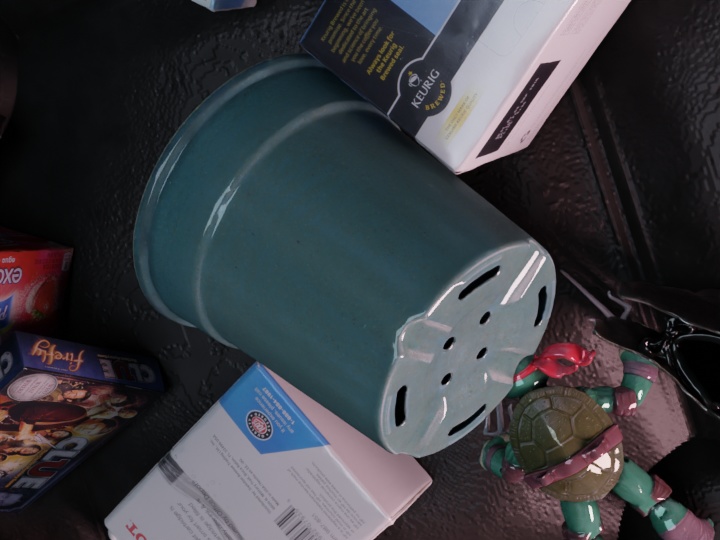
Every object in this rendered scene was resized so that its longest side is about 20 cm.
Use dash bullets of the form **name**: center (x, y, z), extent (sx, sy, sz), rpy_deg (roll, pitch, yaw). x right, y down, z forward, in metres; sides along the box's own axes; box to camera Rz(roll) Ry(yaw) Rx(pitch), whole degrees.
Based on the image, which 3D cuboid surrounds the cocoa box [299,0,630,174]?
- **cocoa box**: center (0.084, -0.181, 0.789), extent (0.131, 0.133, 0.200), rpy_deg (40, 115, 13)

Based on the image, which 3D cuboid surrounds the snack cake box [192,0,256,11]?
- **snack cake box**: center (-0.099, -0.291, 0.888), extent (0.115, 0.067, 0.200), rpy_deg (29, 112, 15)

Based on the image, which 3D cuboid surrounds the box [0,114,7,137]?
- **box**: center (-0.414, -0.093, 1.022), extent (0.200, 0.050, 0.199), rpy_deg (33, 107, -24)

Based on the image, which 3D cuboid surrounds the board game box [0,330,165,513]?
- **board game box**: center (-0.266, 0.124, 1.024), extent (0.200, 0.135, 0.035), rpy_deg (-39, 57, 27)

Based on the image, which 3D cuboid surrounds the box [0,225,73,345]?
- **box**: center (-0.316, 0.018, 0.982), extent (0.100, 0.200, 0.096), rpy_deg (16, 99, 21)

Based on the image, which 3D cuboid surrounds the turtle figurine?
- **turtle figurine**: center (0.138, 0.111, 0.856), extent (0.150, 0.101, 0.200), rpy_deg (-29, 94, 28)

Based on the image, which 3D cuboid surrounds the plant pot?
- **plant pot**: center (0.000, 0.000, 0.807), extent (0.196, 0.200, 0.200), rpy_deg (37, 115, 31)

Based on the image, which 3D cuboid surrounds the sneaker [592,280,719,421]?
- **sneaker**: center (0.239, 0.070, 0.790), extent (0.200, 0.104, 0.060), rpy_deg (38, 114, 13)

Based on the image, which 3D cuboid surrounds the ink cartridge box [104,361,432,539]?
- **ink cartridge box**: center (-0.071, 0.171, 0.970), extent (0.145, 0.084, 0.200), rpy_deg (48, 116, 8)
